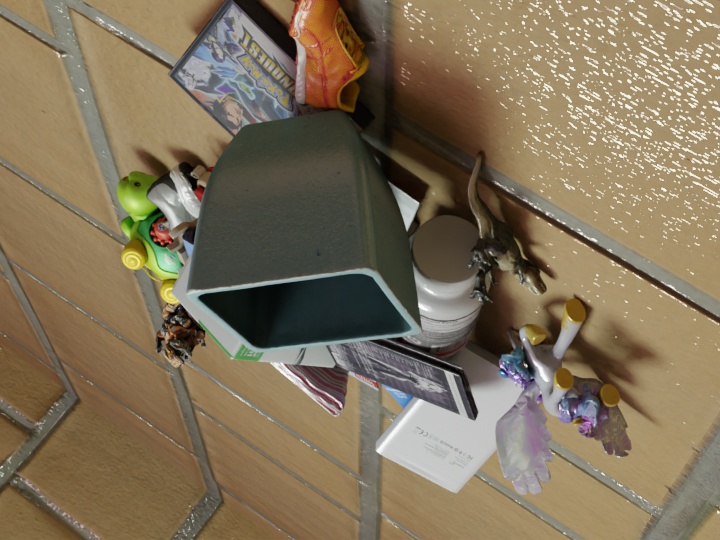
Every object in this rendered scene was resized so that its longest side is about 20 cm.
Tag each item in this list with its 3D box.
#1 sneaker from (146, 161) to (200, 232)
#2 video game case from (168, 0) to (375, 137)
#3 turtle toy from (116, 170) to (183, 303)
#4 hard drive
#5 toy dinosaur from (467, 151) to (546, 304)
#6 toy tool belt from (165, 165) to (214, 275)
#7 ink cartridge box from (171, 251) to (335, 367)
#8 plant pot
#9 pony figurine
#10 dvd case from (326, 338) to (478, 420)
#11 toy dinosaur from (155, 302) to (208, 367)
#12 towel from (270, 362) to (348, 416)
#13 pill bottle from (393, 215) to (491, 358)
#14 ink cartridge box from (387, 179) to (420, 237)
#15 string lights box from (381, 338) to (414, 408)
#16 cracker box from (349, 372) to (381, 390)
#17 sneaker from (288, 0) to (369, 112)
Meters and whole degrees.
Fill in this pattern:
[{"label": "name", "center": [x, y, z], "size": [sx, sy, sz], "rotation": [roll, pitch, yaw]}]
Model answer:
[{"label": "sneaker", "center": [-0.226, -0.060, 1.886], "size": [0.201, 0.079, 0.074], "rotation": [57, -165, -31]}, {"label": "video game case", "center": [-0.102, -0.192, 1.476], "size": [0.200, 0.026, 0.180], "rotation": [43, 146, -9]}, {"label": "turtle toy", "center": [-0.281, -0.057, 1.952], "size": [0.101, 0.146, 0.200], "rotation": [-38, 108, 27]}, {"label": "hard drive", "center": [0.127, 0.189, 1.722], "size": [0.131, 0.027, 0.200], "rotation": [29, 119, -16]}, {"label": "toy dinosaur", "center": [0.138, -0.023, 1.403], "size": [0.047, 0.089, 0.201], "rotation": [3, 142, 33]}, {"label": "toy tool belt", "center": [-0.193, -0.028, 1.771], "size": [0.124, 0.123, 0.201], "rotation": [29, 156, 37]}, {"label": "ink cartridge box", "center": [-0.115, 0.045, 1.692], "size": [0.199, 0.083, 0.147], "rotation": [10, -154, -51]}, {"label": "plant pot", "center": [-0.053, -0.047, 1.389], "size": [0.194, 0.202, 0.196], "rotation": [-7, 157, 15]}, {"label": "pony figurine", "center": [0.228, 0.141, 1.546], "size": [0.200, 0.165, 0.195], "rotation": [124, 125, -72]}, {"label": "dvd case", "center": [0.044, 0.116, 1.631], "size": [0.198, 0.016, 0.149], "rotation": [20, 159, 21]}, {"label": "toy dinosaur", "center": [-0.274, 0.064, 2.133], "size": [0.102, 0.135, 0.201], "rotation": [38, -153, -51]}, {"label": "towel", "center": [-0.072, 0.117, 1.828], "size": [0.146, 0.030, 0.200], "rotation": [41, -169, -6]}, {"label": "pill bottle", "center": [0.090, 0.018, 1.527], "size": [0.110, 0.111, 0.200], "rotation": [33, 158, 11]}, {"label": "ink cartridge box", "center": [-0.021, -0.095, 1.574], "size": [0.199, 0.044, 0.174], "rotation": [35, 144, 8]}, {"label": "string lights box", "center": [0.091, 0.136, 1.770], "size": [0.200, 0.103, 0.059], "rotation": [49, 155, -25]}, {"label": "cracker box", "center": [-0.026, 0.074, 1.894], "size": [0.133, 0.058, 0.201], "rotation": [28, 155, 25]}, {"label": "sneaker", "center": [-0.028, -0.229, 1.312], "size": [0.076, 0.074, 0.200], "rotation": [10, 156, 8]}]
